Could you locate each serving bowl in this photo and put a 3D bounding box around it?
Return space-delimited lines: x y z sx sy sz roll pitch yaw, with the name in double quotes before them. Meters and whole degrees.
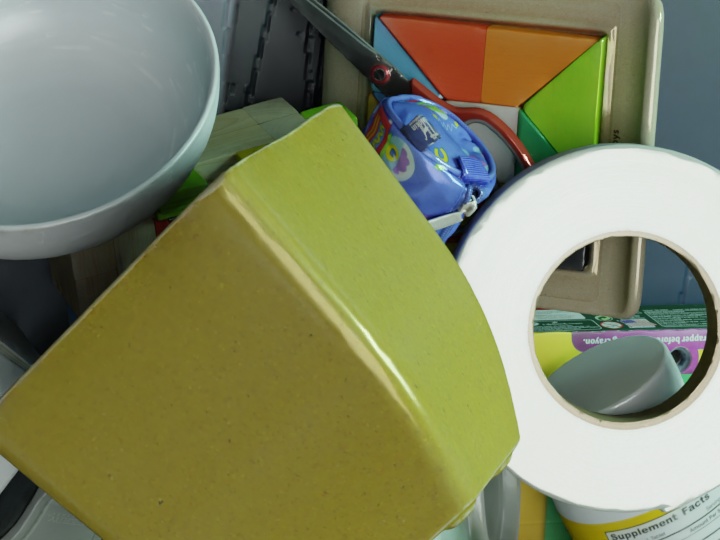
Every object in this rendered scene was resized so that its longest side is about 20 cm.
"serving bowl" -0.170 -0.079 1.499 0.199 0.200 0.066 -22 143 -11

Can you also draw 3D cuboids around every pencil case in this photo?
"pencil case" 0.000 0.000 1.538 0.078 0.087 0.200 14 116 -44

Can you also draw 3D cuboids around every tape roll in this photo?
"tape roll" 0.142 0.032 1.534 0.202 0.037 0.204 0 93 -3

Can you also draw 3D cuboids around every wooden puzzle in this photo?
"wooden puzzle" 0.067 -0.072 1.582 0.199 0.037 0.186 8 104 18

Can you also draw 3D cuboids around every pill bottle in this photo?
"pill bottle" 0.178 0.143 1.629 0.112 0.112 0.200 -31 110 -8

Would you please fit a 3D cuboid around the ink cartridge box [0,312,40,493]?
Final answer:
"ink cartridge box" -0.258 0.104 1.523 0.083 0.147 0.200 37 92 -25

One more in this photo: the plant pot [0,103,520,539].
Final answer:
"plant pot" -0.034 0.065 1.424 0.200 0.195 0.194 46 110 1

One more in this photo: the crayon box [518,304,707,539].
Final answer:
"crayon box" 0.176 0.111 1.713 0.199 0.058 0.173 -1 105 -17

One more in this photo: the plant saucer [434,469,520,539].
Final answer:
"plant saucer" 0.057 0.121 1.603 0.050 0.200 0.201 -3 107 14

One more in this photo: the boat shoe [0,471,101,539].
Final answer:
"boat shoe" -0.181 0.135 1.570 0.075 0.060 0.200 22 114 -43

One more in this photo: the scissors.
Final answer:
"scissors" 0.025 -0.105 1.566 0.073 0.014 0.200 -33 91 22

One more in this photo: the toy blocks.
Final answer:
"toy blocks" -0.096 -0.008 1.584 0.199 0.100 0.137 -16 121 -19
